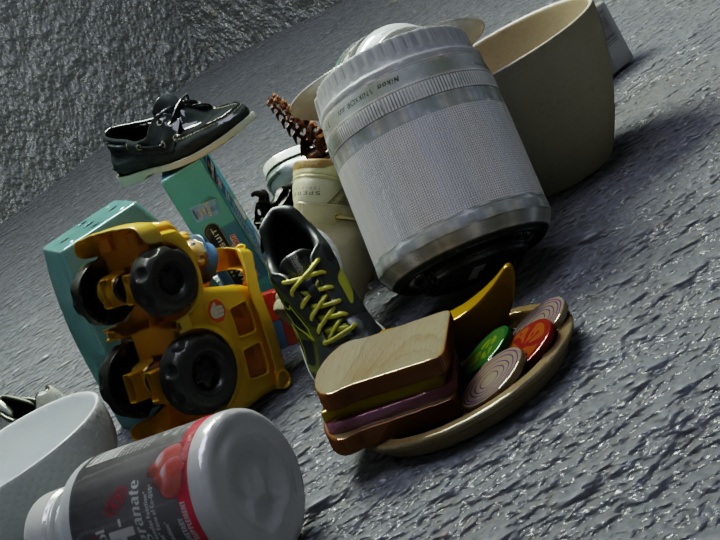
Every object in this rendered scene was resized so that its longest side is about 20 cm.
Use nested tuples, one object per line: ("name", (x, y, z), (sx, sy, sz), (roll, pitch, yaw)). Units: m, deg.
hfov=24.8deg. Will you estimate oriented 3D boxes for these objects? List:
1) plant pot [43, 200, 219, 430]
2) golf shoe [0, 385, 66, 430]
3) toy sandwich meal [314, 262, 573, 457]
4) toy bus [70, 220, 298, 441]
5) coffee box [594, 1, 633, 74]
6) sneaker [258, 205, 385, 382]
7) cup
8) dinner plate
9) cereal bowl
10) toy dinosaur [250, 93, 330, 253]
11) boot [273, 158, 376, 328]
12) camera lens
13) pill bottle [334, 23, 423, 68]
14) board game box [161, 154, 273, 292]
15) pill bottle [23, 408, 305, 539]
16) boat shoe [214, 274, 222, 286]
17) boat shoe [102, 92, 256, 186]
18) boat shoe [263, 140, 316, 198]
("plant pot", (-0.215, 0.039, 1.599), (0.141, 0.201, 0.141), (-36, 15, -17))
("golf shoe", (-0.340, 0.164, 1.644), (0.199, 0.097, 0.078), (-22, 18, 38))
("toy sandwich meal", (0.061, 0.065, 1.212), (0.204, 0.070, 0.205), (-29, 14, 8))
("toy bus", (-0.141, 0.037, 1.480), (0.191, 0.201, 0.135), (-24, 9, -38))
("coffee box", (0.199, -0.216, 1.860), (0.200, 0.080, 0.114), (-39, 16, -29))
("sneaker", (-0.037, 0.028, 1.353), (0.074, 0.085, 0.200), (-34, 54, 4))
("cup", (0.168, -0.155, 1.587), (0.200, 0.144, 0.200), (-29, 15, 8))
("dinner plate", (0.029, -0.180, 1.528), (0.199, 0.024, 0.200), (-25, -6, -3))
("cereal bowl", (-0.300, 0.198, 1.472), (0.199, 0.084, 0.200), (-28, 15, 8))
("toy dinosaur", (-0.040, -0.078, 1.628), (0.136, 0.200, 0.102), (-45, 1, -41))
("boot", (0.000, 0.000, 1.513), (0.072, 0.200, 0.156), (-4, 69, 37))
("camera lens", (0.063, -0.089, 1.415), (0.159, 0.201, 0.160), (-21, -12, -5))
("pill bottle", (0.038, -0.215, 1.825), (0.113, 0.113, 0.200), (-33, 7, -9))
("board game box", (-0.131, -0.028, 1.654), (0.047, 0.201, 0.151), (-30, 14, 2))
("pill bottle", (-0.146, 0.176, 1.177), (0.199, 0.111, 0.111), (-22, 17, 33))
("boat shoe", (-0.143, 0.003, 1.844), (0.073, 0.067, 0.200), (-27, 15, 15))
("boat shoe", (-0.182, -0.138, 1.584), (0.199, 0.066, 0.074), (-13, 22, 50))
("boat shoe", (-0.005, -0.115, 1.730), (0.199, 0.073, 0.062), (-21, 60, 9))
